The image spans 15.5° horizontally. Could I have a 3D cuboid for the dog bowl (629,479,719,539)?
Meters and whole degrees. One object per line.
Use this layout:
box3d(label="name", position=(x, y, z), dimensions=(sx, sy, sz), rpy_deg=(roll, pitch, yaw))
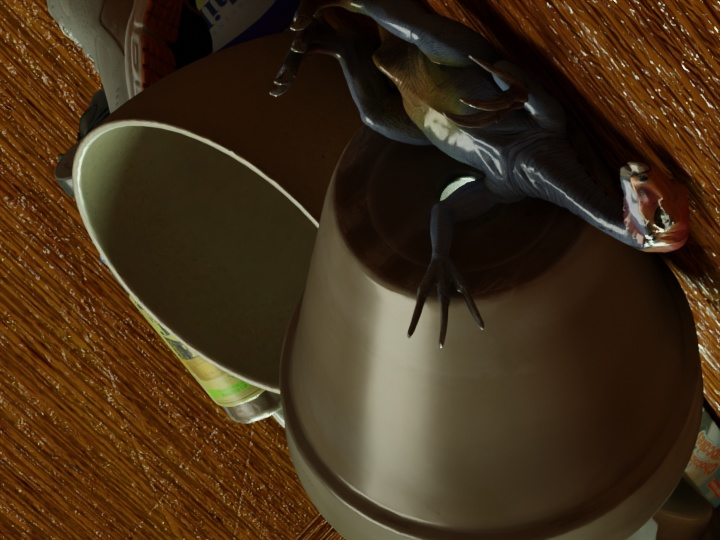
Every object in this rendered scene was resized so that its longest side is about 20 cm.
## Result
box3d(label="dog bowl", position=(0.155, 0.135, 1.701), dimensions=(0.199, 0.059, 0.200), rpy_deg=(27, -163, -9))

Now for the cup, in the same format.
box3d(label="cup", position=(-0.038, -0.050, 1.456), dimensions=(0.199, 0.143, 0.201), rpy_deg=(26, 146, 19))

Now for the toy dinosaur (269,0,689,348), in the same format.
box3d(label="toy dinosaur", position=(0.058, -0.073, 1.084), dimensions=(0.180, 0.201, 0.105), rpy_deg=(23, 139, 0))

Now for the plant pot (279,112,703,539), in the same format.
box3d(label="plant pot", position=(0.052, 0.013, 1.180), dimensions=(0.200, 0.200, 0.174), rpy_deg=(43, 161, 30))

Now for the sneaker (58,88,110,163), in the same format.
box3d(label="sneaker", position=(-0.151, -0.070, 1.652), dimensions=(0.114, 0.076, 0.199), rpy_deg=(37, -178, 16))

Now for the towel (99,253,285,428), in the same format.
box3d(label="towel", position=(-0.092, 0.040, 1.718), dimensions=(0.200, 0.024, 0.147), rpy_deg=(43, -172, -11))

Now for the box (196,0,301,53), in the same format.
box3d(label="box", position=(-0.097, -0.142, 1.692), dimensions=(0.200, 0.105, 0.184), rpy_deg=(42, 177, 31))

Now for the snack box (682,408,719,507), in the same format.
box3d(label="snack box", position=(0.164, 0.066, 1.626), dimensions=(0.116, 0.037, 0.200), rpy_deg=(43, 177, 34))

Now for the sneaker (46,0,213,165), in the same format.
box3d(label="sneaker", position=(-0.141, -0.142, 1.559), dimensions=(0.076, 0.092, 0.201), rpy_deg=(34, -137, -48))

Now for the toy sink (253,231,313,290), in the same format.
box3d(label="toy sink", position=(0.000, 0.000, 1.639), dimensions=(0.112, 0.130, 0.200), rpy_deg=(43, 163, 20))

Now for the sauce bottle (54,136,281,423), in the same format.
box3d(label="sauce bottle", position=(-0.108, 0.004, 1.560), dimensions=(0.200, 0.065, 0.065), rpy_deg=(51, 175, -28))
